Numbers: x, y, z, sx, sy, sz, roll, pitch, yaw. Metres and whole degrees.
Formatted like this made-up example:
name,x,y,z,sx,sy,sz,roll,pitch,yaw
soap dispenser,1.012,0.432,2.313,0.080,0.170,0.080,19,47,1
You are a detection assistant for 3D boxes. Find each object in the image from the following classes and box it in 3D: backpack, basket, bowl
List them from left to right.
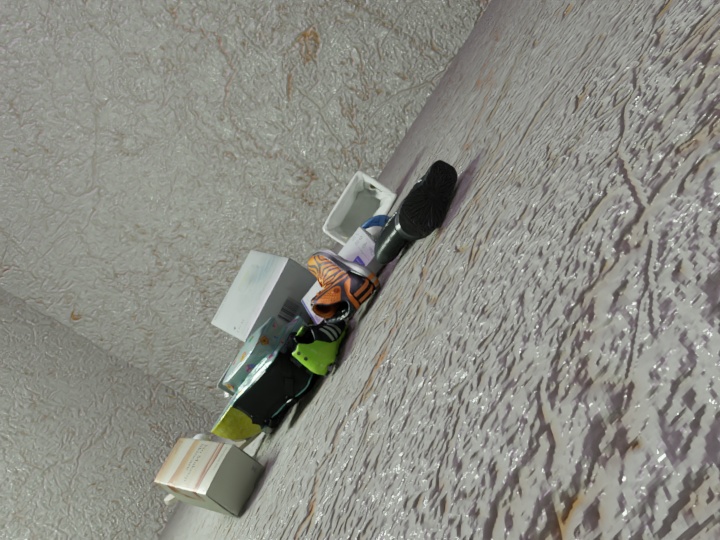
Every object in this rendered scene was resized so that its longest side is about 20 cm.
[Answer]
name,x,y,z,sx,sy,sz,roll,pitch,yaw
bowl,-0.222,0.291,1.292,0.201,0.107,0.200,-55,6,8
backpack,-0.158,0.181,1.155,0.176,0.153,0.200,-51,-2,25
basket,-0.002,-0.164,1.702,0.201,0.135,0.123,-58,2,4

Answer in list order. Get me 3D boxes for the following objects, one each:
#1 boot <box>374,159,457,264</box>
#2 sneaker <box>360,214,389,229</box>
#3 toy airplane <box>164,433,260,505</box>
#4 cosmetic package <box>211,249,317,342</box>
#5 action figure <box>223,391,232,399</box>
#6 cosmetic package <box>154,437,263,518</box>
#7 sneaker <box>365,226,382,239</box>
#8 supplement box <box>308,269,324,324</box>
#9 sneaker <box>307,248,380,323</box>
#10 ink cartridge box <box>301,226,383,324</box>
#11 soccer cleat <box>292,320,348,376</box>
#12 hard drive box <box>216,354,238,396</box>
name,x,y,z,sx,sy,sz,roll,pitch,yaw
boot,0.067,-0.068,0.966,0.165,0.066,0.200,-52,5,-35
sneaker,0.004,-0.045,1.340,0.200,0.070,0.083,-59,12,22
toy airplane,-0.318,0.417,1.300,0.199,0.141,0.200,-38,-7,3
cosmetic package,-0.209,0.074,1.345,0.199,0.123,0.200,10,70,56
action figure,-0.326,0.376,1.711,0.101,0.120,0.200,-22,10,14
cosmetic package,-0.287,0.383,1.118,0.199,0.087,0.104,-12,40,44
sneaker,0.000,0.000,1.256,0.201,0.075,0.100,-54,29,18
supplement box,-0.111,0.081,1.454,0.201,0.108,0.110,-59,6,-4
sneaker,-0.062,0.029,1.100,0.112,0.078,0.199,-47,32,-18
ink cartridge box,-0.032,0.017,1.191,0.200,0.039,0.100,-50,40,10
soccer cleat,-0.072,0.120,1.073,0.068,0.081,0.200,-56,4,15
hard drive box,-0.283,0.297,1.552,0.077,0.155,0.200,-58,7,-9
